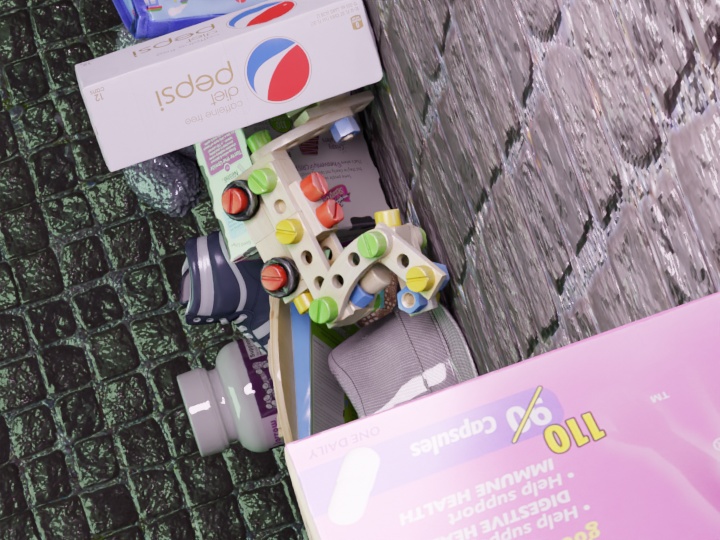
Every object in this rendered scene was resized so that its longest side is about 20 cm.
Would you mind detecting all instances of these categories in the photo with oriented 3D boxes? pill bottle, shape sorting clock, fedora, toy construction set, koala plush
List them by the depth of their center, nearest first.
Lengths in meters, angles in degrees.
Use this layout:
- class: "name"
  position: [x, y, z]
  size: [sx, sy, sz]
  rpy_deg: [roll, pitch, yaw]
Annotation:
- class: "toy construction set"
  position: [-0.020, -0.045, 1.545]
  size: [0.092, 0.131, 0.201]
  rpy_deg: [10, -127, -50]
- class: "fedora"
  position: [0.032, 0.095, 1.603]
  size: [0.200, 0.090, 0.178]
  rpy_deg: [-125, 17, -71]
- class: "shape sorting clock"
  position: [-0.035, 0.087, 1.662]
  size: [0.200, 0.039, 0.202]
  rpy_deg: [-5, -90, -73]
- class: "koala plush"
  position: [-0.085, -0.131, 1.879]
  size: [0.200, 0.183, 0.179]
  rpy_deg: [30, 130, 50]
- class: "pill bottle"
  position: [-0.073, 0.111, 2.137]
  size: [0.112, 0.198, 0.113]
  rpy_deg: [161, 90, -85]

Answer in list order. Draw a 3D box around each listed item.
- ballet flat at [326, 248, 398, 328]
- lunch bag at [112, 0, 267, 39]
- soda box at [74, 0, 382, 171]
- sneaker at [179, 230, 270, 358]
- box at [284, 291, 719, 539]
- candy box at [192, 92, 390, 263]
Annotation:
- class: "ballet flat"
  position: [0.000, 0.000, 1.827]
  size: [0.200, 0.070, 0.066]
  rpy_deg: [-138, 48, -69]
- class: "lunch bag"
  position: [-0.118, -0.245, 1.619]
  size: [0.094, 0.149, 0.201]
  rpy_deg: [112, 141, -54]
- class: "soda box"
  position: [-0.089, -0.135, 1.497]
  size: [0.068, 0.199, 0.064]
  rpy_deg: [-121, 12, -68]
- class: "sneaker"
  position: [-0.082, 0.041, 1.773]
  size: [0.070, 0.108, 0.201]
  rpy_deg: [-100, -5, -53]
- class: "box"
  position: [0.093, 0.119, 0.611]
  size: [0.097, 0.175, 0.201]
  rpy_deg: [76, 173, -46]
- class: "candy box"
  position: [-0.066, -0.113, 1.679]
  size: [0.061, 0.136, 0.201]
  rpy_deg: [-27, 77, 40]
